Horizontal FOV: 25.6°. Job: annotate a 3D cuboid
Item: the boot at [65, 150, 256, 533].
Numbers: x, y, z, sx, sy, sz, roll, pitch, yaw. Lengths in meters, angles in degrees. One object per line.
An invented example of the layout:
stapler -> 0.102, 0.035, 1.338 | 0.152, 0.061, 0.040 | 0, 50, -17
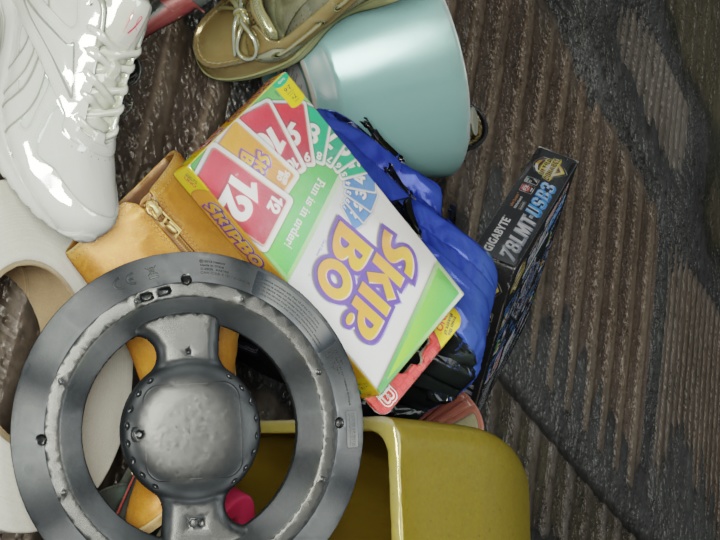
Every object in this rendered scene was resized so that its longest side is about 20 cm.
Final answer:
boot -> -0.125, 0.040, 0.945 | 0.144, 0.071, 0.202 | 42, 62, -20

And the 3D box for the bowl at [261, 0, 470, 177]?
bowl -> -0.009, -0.150, 1.185 | 0.104, 0.201, 0.202 | -20, 109, -18

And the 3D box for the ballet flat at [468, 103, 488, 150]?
ballet flat -> 0.061, -0.138, 1.418 | 0.200, 0.073, 0.074 | 9, 77, -62

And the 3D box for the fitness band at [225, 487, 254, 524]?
fitness band -> -0.121, 0.223, 0.959 | 0.144, 0.037, 0.201 | 57, 55, -76

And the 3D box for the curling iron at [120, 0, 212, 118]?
curling iron -> -0.107, -0.165, 1.013 | 0.200, 0.050, 0.026 | -41, 169, -14

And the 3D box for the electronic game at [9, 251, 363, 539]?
electronic game -> -0.096, 0.090, 0.892 | 0.042, 0.198, 0.202 | 160, -72, -78

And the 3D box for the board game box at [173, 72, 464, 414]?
board game box -> -0.017, -0.014, 0.974 | 0.200, 0.030, 0.096 | 52, 59, -15

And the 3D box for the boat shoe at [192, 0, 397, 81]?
boat shoe -> -0.043, -0.189, 1.081 | 0.063, 0.199, 0.074 | 4, 71, -59

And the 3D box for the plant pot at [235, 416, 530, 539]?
plant pot -> 0.018, 0.197, 1.093 | 0.199, 0.194, 0.196 | 3, 83, -48

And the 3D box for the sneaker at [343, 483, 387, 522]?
sneaker -> 0.001, 0.132, 1.273 | 0.077, 0.075, 0.200 | 56, 30, -17

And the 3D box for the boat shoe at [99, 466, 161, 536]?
boat shoe -> -0.145, 0.169, 0.978 | 0.074, 0.063, 0.202 | 99, 17, -49

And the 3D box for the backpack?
backpack -> 0.000, 0.000, 1.101 | 0.200, 0.162, 0.169 | 37, 49, -20

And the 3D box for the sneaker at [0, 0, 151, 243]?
sneaker -> -0.161, -0.118, 0.904 | 0.078, 0.099, 0.202 | 12, 61, -61

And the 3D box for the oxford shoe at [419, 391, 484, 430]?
oxford shoe -> 0.014, 0.078, 1.232 | 0.200, 0.071, 0.074 | 51, -14, 16

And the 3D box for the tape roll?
tape roll -> -0.201, 0.049, 0.907 | 0.202, 0.037, 0.205 | 17, 71, -62

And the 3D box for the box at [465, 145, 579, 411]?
box -> 0.130, 0.017, 1.459 | 0.200, 0.049, 0.200 | -55, 161, -50
